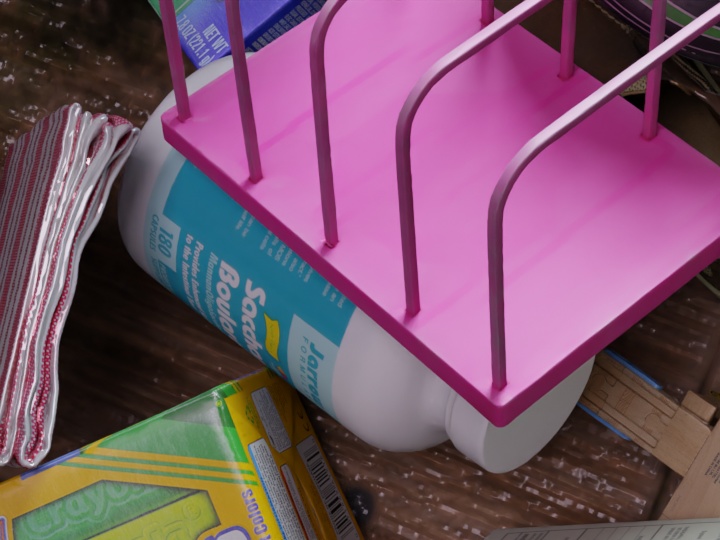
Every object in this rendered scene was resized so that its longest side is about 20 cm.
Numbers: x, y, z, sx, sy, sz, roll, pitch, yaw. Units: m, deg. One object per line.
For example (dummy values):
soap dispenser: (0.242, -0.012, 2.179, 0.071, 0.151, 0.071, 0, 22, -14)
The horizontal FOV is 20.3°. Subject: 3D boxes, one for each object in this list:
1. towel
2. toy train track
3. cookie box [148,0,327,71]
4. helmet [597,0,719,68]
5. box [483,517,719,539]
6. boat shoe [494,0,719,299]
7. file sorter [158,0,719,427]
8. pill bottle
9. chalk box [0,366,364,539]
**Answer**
towel: (-0.143, 0.010, 0.865, 0.030, 0.200, 0.148, 15, 84, -17)
toy train track: (0.121, 0.058, 0.835, 0.199, 0.032, 0.115, 36, 104, 27)
cookie box: (-0.026, -0.200, 0.907, 0.200, 0.075, 0.172, -39, 68, 7)
helmet: (0.156, -0.174, 0.778, 0.189, 0.199, 0.202, -18, 74, 29)
box: (0.130, 0.144, 0.756, 0.198, 0.095, 0.079, -7, 103, 28)
boat shoe: (0.114, -0.070, 0.836, 0.075, 0.075, 0.202, -48, 69, 5)
file sorter: (0.032, -0.076, 0.735, 0.139, 0.126, 0.200, -35, 55, -23)
pill bottle: (0.000, 0.000, 0.828, 0.199, 0.111, 0.111, 35, 92, 31)
chalk box: (-0.107, 0.136, 0.833, 0.199, 0.124, 0.125, -25, 88, 12)
